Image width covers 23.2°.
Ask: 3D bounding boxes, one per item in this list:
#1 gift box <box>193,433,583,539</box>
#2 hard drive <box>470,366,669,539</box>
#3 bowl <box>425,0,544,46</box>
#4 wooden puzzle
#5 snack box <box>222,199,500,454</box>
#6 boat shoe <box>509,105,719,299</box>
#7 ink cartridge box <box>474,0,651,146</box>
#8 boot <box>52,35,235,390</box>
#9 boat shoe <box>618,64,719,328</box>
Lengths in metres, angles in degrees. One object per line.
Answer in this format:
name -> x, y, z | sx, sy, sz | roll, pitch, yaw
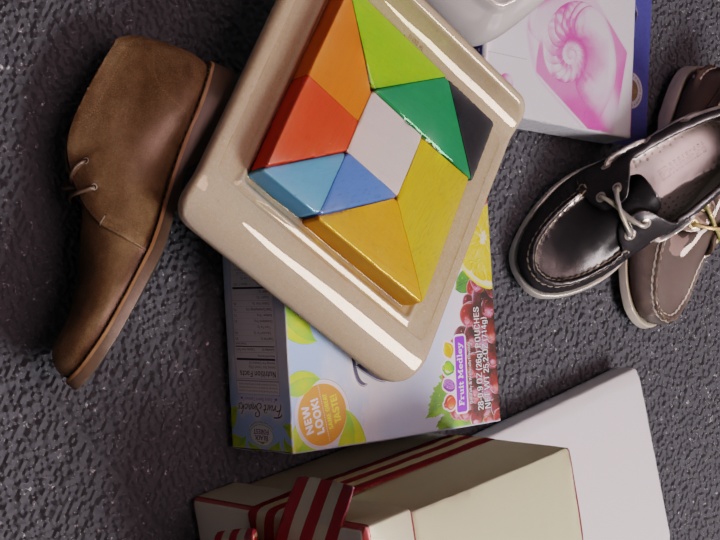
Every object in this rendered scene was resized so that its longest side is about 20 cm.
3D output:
gift box -> 0.022, 0.188, 0.993 | 0.185, 0.199, 0.187 | -16, 95, -37
hard drive -> 0.128, 0.159, 1.188 | 0.199, 0.027, 0.133 | -20, 102, -38
bowl -> 0.079, -0.249, 1.045 | 0.200, 0.075, 0.200 | -43, 115, 2
wooden puzzle -> 0.006, -0.066, 0.996 | 0.185, 0.037, 0.201 | 39, 64, -30
snack box -> 0.000, 0.000, 1.055 | 0.167, 0.067, 0.203 | -4, 90, -39
boat shoe -> 0.189, -0.049, 1.185 | 0.199, 0.060, 0.074 | -30, 91, -15
ink cartridge box -> 0.147, -0.192, 1.199 | 0.198, 0.043, 0.199 | 5, 86, -39
boot -> -0.137, -0.035, 0.953 | 0.075, 0.074, 0.202 | 25, 69, -17
boat shoe -> 0.239, -0.054, 1.260 | 0.072, 0.059, 0.202 | 32, 70, -42
